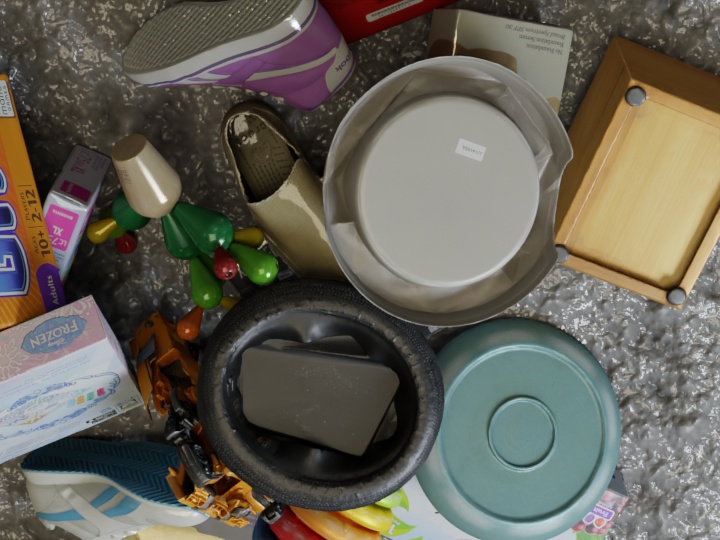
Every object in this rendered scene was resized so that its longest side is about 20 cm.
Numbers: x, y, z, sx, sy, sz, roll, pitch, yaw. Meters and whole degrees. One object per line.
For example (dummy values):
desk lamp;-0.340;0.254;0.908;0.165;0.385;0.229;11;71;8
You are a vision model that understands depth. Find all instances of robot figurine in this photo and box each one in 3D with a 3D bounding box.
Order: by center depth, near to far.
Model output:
robot figurine;-0.131;0.133;1.171;0.058;0.201;0.145;-38;136;15

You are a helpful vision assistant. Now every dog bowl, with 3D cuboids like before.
dog bowl;0.063;-0.062;1.049;0.198;0.059;0.203;-2;101;-11

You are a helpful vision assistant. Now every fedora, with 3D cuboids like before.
fedora;-0.034;0.096;1.127;0.198;0.092;0.203;0;95;-6

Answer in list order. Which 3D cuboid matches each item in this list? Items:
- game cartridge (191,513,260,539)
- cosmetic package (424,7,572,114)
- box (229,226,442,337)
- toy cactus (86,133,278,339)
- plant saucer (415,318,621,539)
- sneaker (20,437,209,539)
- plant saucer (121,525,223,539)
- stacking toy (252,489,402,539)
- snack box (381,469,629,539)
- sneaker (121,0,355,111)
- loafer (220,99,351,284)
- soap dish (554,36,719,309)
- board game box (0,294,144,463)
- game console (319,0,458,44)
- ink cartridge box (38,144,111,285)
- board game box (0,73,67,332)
game cartridge;-0.076;0.198;1.274;0.198;0.038;0.131;15;111;10
cosmetic package;0.097;-0.104;1.116;0.104;0.071;0.202;6;99;-15
box;0.000;0.000;1.205;0.199;0.050;0.158;-31;107;13
toy cactus;-0.161;-0.036;1.120;0.102;0.199;0.166;-45;136;-19
plant saucer;0.141;0.144;1.225;0.198;0.027;0.203;1;87;-10
sneaker;-0.216;0.208;1.269;0.198;0.077;0.082;5;118;26
plant saucer;-0.146;0.322;1.278;0.198;0.201;0.049;8;138;-2
stacking toy;0.001;0.182;1.194;0.115;0.110;0.201;32;94;-4
snack box;0.128;0.215;1.286;0.198;0.053;0.143;25;112;-7
sneaker;-0.096;-0.162;1.119;0.199;0.073;0.114;-3;149;35
loafer;-0.057;-0.052;1.129;0.076;0.067;0.201;-39;82;12
soap dish;0.241;-0.072;1.152;0.156;0.081;0.201;20;112;-7
board game box;-0.285;0.104;1.114;0.198;0.199;0.044;-22;73;-8
game console;-0.001;-0.292;1.105;0.198;0.120;0.173;-19;141;10
ink cartridge box;-0.270;0.004;1.177;0.042;0.120;0.201;24;111;-10
board game box;-0.383;-0.025;1.062;0.199;0.199;0.202;-19;84;34
